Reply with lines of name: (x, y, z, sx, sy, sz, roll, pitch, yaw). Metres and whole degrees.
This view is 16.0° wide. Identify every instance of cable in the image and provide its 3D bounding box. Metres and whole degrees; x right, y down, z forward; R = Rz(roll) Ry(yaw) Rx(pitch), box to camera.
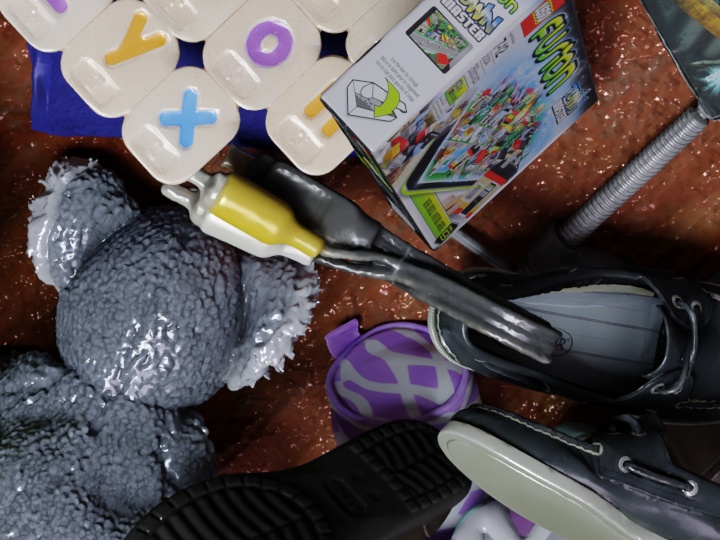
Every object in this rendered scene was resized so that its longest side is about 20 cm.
cable: (0.000, 0.000, 1.220, 0.199, 0.097, 0.051, 32, 86, 5)

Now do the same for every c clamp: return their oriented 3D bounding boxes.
c clamp: (0.152, -0.033, 1.266, 0.171, 0.027, 0.200, 37, 123, -24)

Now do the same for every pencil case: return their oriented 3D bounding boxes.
pencil case: (0.032, 0.122, 1.371, 0.084, 0.085, 0.201, -27, 133, -22)

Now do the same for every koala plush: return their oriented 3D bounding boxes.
koala plush: (-0.114, 0.057, 1.279, 0.177, 0.184, 0.201, 28, 101, 7)

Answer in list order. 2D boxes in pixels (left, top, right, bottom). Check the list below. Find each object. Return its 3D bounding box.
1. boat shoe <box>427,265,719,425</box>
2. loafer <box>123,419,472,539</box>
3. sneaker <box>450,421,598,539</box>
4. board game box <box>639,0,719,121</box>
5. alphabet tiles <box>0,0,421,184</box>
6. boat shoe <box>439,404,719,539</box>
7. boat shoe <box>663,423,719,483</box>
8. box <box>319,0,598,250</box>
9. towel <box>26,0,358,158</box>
boat shoe: (0.134, 0.035, 1.258, 0.198, 0.066, 0.075, 13, 90, -4)
loafer: (-0.032, 0.137, 1.235, 0.199, 0.073, 0.072, -16, 144, -33)
sneaker: (0.090, 0.182, 1.293, 0.200, 0.140, 0.078, -46, 142, -5)
board game box: (0.215, -0.163, 1.141, 0.199, 0.028, 0.136, -26, 124, 14)
alphabet tiles: (-0.053, -0.143, 1.128, 0.196, 0.015, 0.200, -43, 95, 4)
boat shoe: (0.136, 0.104, 1.234, 0.198, 0.066, 0.075, 26, 162, 1)
boat shoe: (0.163, 0.127, 1.369, 0.062, 0.073, 0.200, 14, 131, -39)
box: (0.048, -0.076, 1.128, 0.110, 0.200, 0.035, -43, 76, 0)
towel: (-0.058, -0.120, 1.199, 0.198, 0.050, 0.148, 5, 137, -2)
